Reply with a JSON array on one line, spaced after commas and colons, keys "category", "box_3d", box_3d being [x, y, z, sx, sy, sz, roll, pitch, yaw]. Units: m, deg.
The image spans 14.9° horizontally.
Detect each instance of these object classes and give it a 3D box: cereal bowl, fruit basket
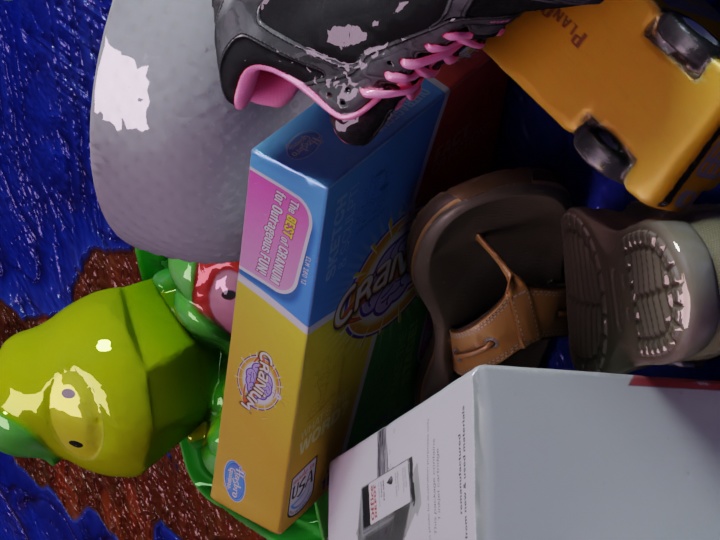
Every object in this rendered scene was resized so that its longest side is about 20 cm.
[{"category": "cereal bowl", "box_3d": [-0.038, -0.093, 1.230, 0.083, 0.200, 0.200, 18, 133, 19]}, {"category": "fruit basket", "box_3d": [-0.084, 0.050, 1.391, 0.155, 0.215, 0.216, 25, 133, 50]}]

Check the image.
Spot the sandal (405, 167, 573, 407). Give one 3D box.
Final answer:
[{"category": "sandal", "box_3d": [0.064, 0.025, 1.246, 0.054, 0.080, 0.200, 58, 159, 34]}]

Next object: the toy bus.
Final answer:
[{"category": "toy bus", "box_3d": [0.084, -0.106, 1.097, 0.200, 0.078, 0.065, 47, 111, 29]}]

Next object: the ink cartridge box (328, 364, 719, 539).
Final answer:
[{"category": "ink cartridge box", "box_3d": [0.083, 0.104, 1.173, 0.200, 0.146, 0.083, 139, 133, -68]}]

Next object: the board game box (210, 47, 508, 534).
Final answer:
[{"category": "board game box", "box_3d": [0.000, 0.000, 1.237, 0.040, 0.153, 0.200, 27, 133, 22]}]

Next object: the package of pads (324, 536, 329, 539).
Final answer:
[{"category": "package of pads", "box_3d": [0.052, 0.200, 1.329, 0.068, 0.154, 0.200, -12, 105, 41]}]

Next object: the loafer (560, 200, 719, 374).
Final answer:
[{"category": "loafer", "box_3d": [0.129, 0.008, 1.123, 0.200, 0.068, 0.076, -162, 68, -80]}]

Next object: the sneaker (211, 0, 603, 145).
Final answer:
[{"category": "sneaker", "box_3d": [0.016, -0.096, 1.057, 0.200, 0.079, 0.096, 3, 94, 42]}]
